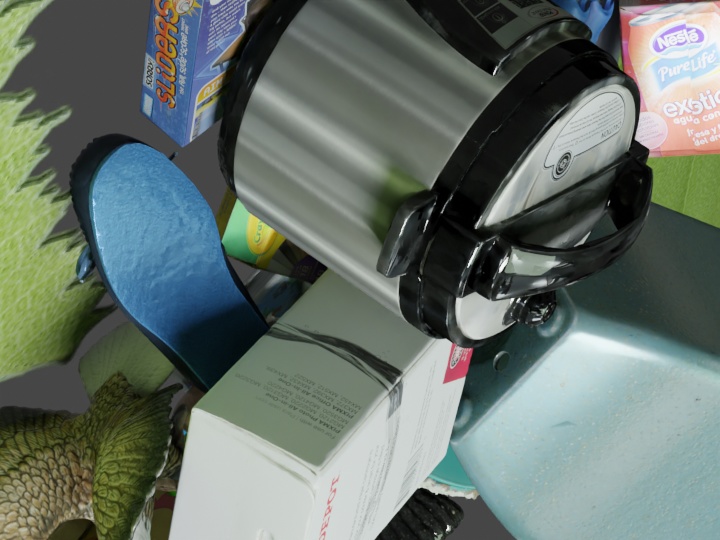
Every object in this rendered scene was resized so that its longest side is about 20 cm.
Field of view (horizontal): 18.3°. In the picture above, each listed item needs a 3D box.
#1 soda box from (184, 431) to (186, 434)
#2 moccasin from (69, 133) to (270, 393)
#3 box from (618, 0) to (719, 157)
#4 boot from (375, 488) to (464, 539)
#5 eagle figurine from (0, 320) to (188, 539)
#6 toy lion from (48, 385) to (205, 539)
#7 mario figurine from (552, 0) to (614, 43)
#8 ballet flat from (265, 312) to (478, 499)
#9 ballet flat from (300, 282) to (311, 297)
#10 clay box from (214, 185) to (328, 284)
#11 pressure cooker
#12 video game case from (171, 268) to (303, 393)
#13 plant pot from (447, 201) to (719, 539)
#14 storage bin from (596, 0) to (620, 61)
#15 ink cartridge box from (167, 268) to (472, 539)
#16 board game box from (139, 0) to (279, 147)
[{"bbox_3d":[-0.026,0.118,1.533,0.199,0.068,0.064,-17,169,-7],"label":"soda box"},{"bbox_3d":[-0.112,0.002,1.201,0.080,0.068,0.200,-40,135,-17],"label":"moccasin"},{"bbox_3d":[0.211,-0.158,1.384,0.200,0.094,0.103,-73,158,-61],"label":"box"},{"bbox_3d":[0.027,0.133,1.711,0.211,0.158,0.079,-50,163,0],"label":"boot"},{"bbox_3d":[-0.149,0.119,1.241,0.152,0.151,0.200,-56,161,12],"label":"eagle figurine"},{"bbox_3d":[-0.124,0.164,1.365,0.200,0.069,0.192,-42,-163,-3],"label":"toy lion"},{"bbox_3d":[0.148,-0.213,1.206,0.200,0.106,0.124,-47,-160,23],"label":"mario figurine"},{"bbox_3d":[-0.002,0.088,1.470,0.072,0.199,0.072,-49,-159,26],"label":"ballet flat"},{"bbox_3d":[0.000,0.000,1.446,0.064,0.067,0.201,-92,-168,-55],"label":"ballet flat"},{"bbox_3d":[-0.010,-0.047,1.304,0.200,0.047,0.115,18,94,-49],"label":"clay box"},{"bbox_3d":[0.050,-0.060,1.146,0.176,0.200,0.179,-50,157,-11],"label":"pressure cooker"},{"bbox_3d":[-0.046,0.015,1.519,0.200,0.017,0.143,-48,163,-8],"label":"video game case"},{"bbox_3d":[0.141,0.063,1.403,0.200,0.196,0.196,27,116,-37],"label":"plant pot"},{"bbox_3d":[0.103,-0.141,1.407,0.200,0.145,0.135,62,41,-72],"label":"storage bin"},{"bbox_3d":[-0.019,0.091,1.233,0.200,0.083,0.146,-45,156,-46],"label":"ink cartridge box"},{"bbox_3d":[-0.028,-0.166,1.147,0.200,0.034,0.136,-40,160,-32],"label":"board game box"}]
